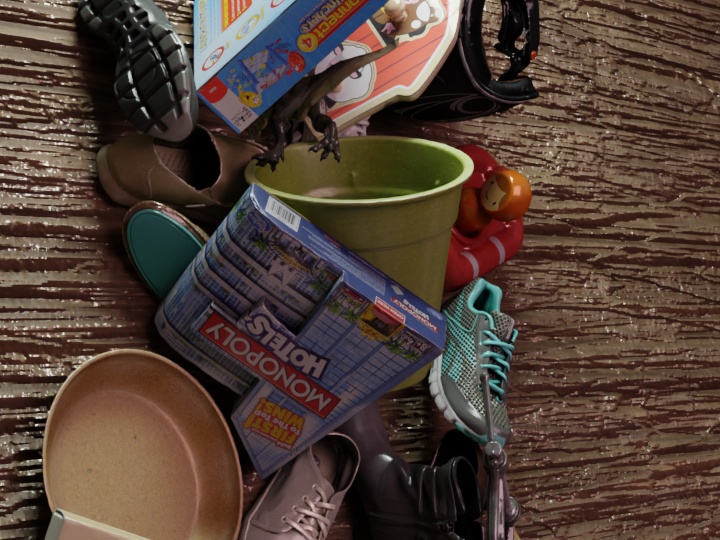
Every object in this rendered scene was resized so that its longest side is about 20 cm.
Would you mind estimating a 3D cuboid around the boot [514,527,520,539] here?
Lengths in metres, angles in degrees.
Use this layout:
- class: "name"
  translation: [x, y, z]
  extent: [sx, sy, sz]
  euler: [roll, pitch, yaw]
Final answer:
- class: "boot"
  translation: [0.141, 0.363, 1.558]
  extent: [0.202, 0.066, 0.175]
  euler: [64, 28, -5]

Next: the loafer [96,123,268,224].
- class: "loafer"
  translation: [-0.136, -0.085, 1.454]
  extent: [0.199, 0.067, 0.077]
  euler: [-4, 75, -48]

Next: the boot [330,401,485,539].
- class: "boot"
  translation: [0.047, 0.181, 1.481]
  extent: [0.069, 0.131, 0.202]
  euler: [-6, 77, -48]

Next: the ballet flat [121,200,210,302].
- class: "ballet flat"
  translation: [-0.131, 0.013, 1.431]
  extent: [0.201, 0.070, 0.065]
  euler: [53, 16, -20]

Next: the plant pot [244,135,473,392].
- class: "plant pot"
  translation: [0.000, 0.000, 1.468]
  extent: [0.199, 0.198, 0.192]
  euler: [-26, 122, -50]

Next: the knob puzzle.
- class: "knob puzzle"
  translation: [0.005, -0.233, 1.546]
  extent: [0.031, 0.217, 0.222]
  euler: [64, 27, -56]

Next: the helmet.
- class: "helmet"
  translation: [0.081, -0.239, 1.669]
  extent: [0.199, 0.189, 0.203]
  euler: [-6, 99, -44]

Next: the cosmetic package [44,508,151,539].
- class: "cosmetic package"
  translation: [-0.142, 0.253, 1.212]
  extent: [0.198, 0.071, 0.106]
  euler: [19, 81, -14]

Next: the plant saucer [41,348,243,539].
- class: "plant saucer"
  translation: [-0.178, 0.164, 1.318]
  extent: [0.199, 0.035, 0.202]
  euler: [23, 57, -41]

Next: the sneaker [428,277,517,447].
- class: "sneaker"
  translation: [0.112, 0.081, 1.583]
  extent: [0.077, 0.091, 0.201]
  euler: [27, 29, -31]

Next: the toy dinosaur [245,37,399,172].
- class: "toy dinosaur"
  translation: [-0.048, -0.132, 1.415]
  extent: [0.047, 0.199, 0.089]
  euler: [26, 60, -37]

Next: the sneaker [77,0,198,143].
- class: "sneaker"
  translation: [-0.172, -0.180, 1.421]
  extent: [0.079, 0.075, 0.201]
  euler: [35, 23, -52]

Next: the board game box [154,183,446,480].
- class: "board game box"
  translation: [-0.066, 0.066, 1.380]
  extent: [0.199, 0.200, 0.062]
  euler: [34, 25, -12]

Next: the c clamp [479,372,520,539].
- class: "c clamp"
  translation: [0.125, 0.213, 1.474]
  extent: [0.201, 0.027, 0.172]
  euler: [76, 13, -57]

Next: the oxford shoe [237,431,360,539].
- class: "oxford shoe"
  translation: [-0.052, 0.211, 1.418]
  extent: [0.075, 0.057, 0.201]
  euler: [47, 46, -25]

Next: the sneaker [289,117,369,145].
- class: "sneaker"
  translation: [-0.025, -0.124, 1.587]
  extent: [0.075, 0.081, 0.202]
  euler: [5, 70, -48]

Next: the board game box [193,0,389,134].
- class: "board game box"
  translation: [-0.059, -0.242, 1.463]
  extent: [0.056, 0.195, 0.201]
  euler: [41, 21, -26]

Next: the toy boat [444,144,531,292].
- class: "toy boat"
  translation: [0.114, -0.061, 1.668]
  extent: [0.199, 0.130, 0.132]
  euler: [-28, 93, -50]

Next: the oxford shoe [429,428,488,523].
- class: "oxford shoe"
  translation: [0.080, 0.235, 1.523]
  extent: [0.085, 0.072, 0.202]
  euler: [67, 19, -50]
